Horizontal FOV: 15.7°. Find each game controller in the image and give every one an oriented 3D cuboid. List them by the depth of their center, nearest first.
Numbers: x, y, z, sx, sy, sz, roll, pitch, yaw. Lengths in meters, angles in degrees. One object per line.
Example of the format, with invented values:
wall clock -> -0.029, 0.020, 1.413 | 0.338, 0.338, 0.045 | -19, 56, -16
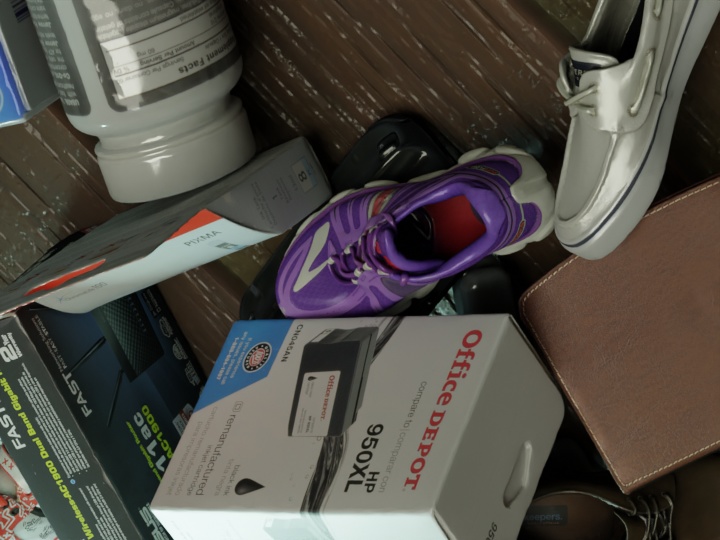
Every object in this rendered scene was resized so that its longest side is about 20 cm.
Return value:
game controller -> 0.000, 0.000, 1.612 | 0.104, 0.042, 0.200 | 46, 123, 12

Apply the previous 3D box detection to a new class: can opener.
can opener -> 0.099, 0.083, 1.620 | 0.066, 0.053, 0.201 | -19, 110, -8

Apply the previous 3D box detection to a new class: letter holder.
letter holder -> 0.210, 0.014, 1.506 | 0.200, 0.101, 0.142 | -30, 94, 31

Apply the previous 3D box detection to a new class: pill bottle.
pill bottle -> -0.137, -0.149, 1.565 | 0.113, 0.114, 0.201 | -9, 110, 26

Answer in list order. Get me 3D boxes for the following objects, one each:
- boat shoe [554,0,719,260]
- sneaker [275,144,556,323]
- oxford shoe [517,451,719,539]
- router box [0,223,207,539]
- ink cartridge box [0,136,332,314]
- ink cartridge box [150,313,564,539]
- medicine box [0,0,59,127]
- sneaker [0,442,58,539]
boat shoe -> 0.143, -0.106, 1.453 | 0.066, 0.072, 0.201 | 17, 102, -31
sneaker -> 0.018, -0.018, 1.520 | 0.200, 0.083, 0.081 | -27, 88, 37
oxford shoe -> 0.170, 0.152, 1.564 | 0.199, 0.084, 0.073 | -7, 103, -7
router box -> -0.162, 0.087, 1.663 | 0.062, 0.150, 0.200 | -22, 104, 30
ink cartridge box -> -0.127, -0.005, 1.552 | 0.160, 0.200, 0.047 | -20, 102, 32
ink cartridge box -> -0.001, 0.105, 1.516 | 0.199, 0.145, 0.084 | -3, 139, 34
medicine box -> -0.291, -0.176, 1.619 | 0.199, 0.103, 0.183 | -10, 109, 28
sneaker -> -0.252, 0.147, 1.710 | 0.067, 0.201, 0.108 | 45, 120, 29
